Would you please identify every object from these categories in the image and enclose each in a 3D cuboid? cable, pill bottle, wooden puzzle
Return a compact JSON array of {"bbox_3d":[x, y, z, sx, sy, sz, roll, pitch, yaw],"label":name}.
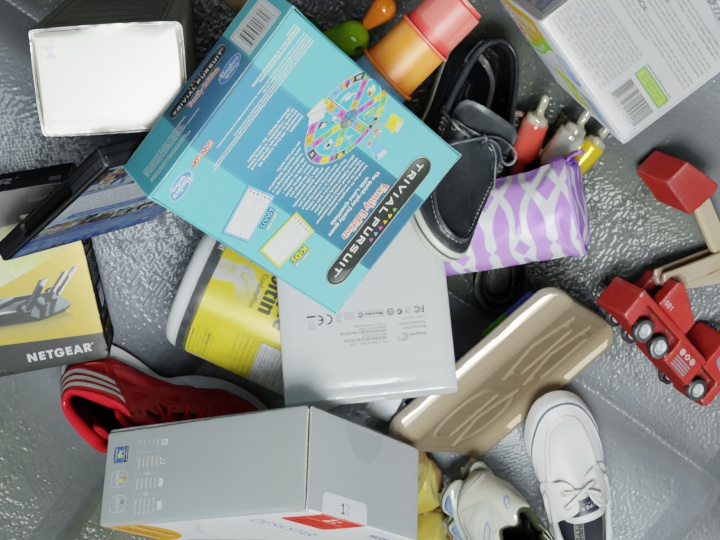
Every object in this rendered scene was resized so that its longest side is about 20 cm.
[{"bbox_3d":[0.132,-0.056,1.072,0.096,0.050,0.202,18,108,-17],"label":"cable"},{"bbox_3d":[-0.051,0.046,1.043,0.198,0.112,0.113,24,108,-2],"label":"pill bottle"},{"bbox_3d":[0.120,0.085,1.087,0.185,0.200,0.046,-43,65,10],"label":"wooden puzzle"}]

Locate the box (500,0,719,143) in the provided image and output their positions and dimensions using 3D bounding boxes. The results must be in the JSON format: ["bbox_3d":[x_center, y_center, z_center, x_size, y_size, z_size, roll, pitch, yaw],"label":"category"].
[{"bbox_3d":[0.180,-0.191,0.944,0.101,0.200,0.113,-37,109,9],"label":"box"}]

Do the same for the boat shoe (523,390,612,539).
[{"bbox_3d":[0.201,0.203,1.164,0.073,0.066,0.202,-21,119,-3],"label":"boat shoe"}]

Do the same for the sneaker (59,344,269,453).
[{"bbox_3d":[-0.166,0.136,1.083,0.197,0.116,0.079,18,110,-11],"label":"sneaker"}]

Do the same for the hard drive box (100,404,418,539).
[{"bbox_3d":[-0.077,0.167,0.989,0.198,0.078,0.155,-12,155,32],"label":"hard drive box"}]

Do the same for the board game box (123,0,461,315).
[{"bbox_3d":[-0.041,-0.076,0.874,0.151,0.047,0.199,-51,136,5],"label":"board game box"}]

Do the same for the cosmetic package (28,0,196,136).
[{"bbox_3d":[-0.172,-0.155,0.920,0.102,0.200,0.074,-4,109,-3],"label":"cosmetic package"}]

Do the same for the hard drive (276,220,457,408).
[{"bbox_3d":[0.000,0.000,0.980,0.130,0.027,0.203,-6,73,2],"label":"hard drive"}]

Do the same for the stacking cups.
[{"bbox_3d":[0.008,-0.128,0.944,0.200,0.061,0.061,-41,110,10],"label":"stacking cups"}]

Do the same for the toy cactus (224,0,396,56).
[{"bbox_3d":[-0.057,-0.200,0.989,0.165,0.102,0.200,43,105,0],"label":"toy cactus"}]

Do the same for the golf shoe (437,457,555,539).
[{"bbox_3d":[0.143,0.265,1.160,0.078,0.097,0.201,-46,128,-21],"label":"golf shoe"}]

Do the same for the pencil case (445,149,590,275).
[{"bbox_3d":[0.090,-0.041,1.037,0.197,0.084,0.087,-8,90,15],"label":"pencil case"}]

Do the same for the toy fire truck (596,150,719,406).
[{"bbox_3d":[0.282,0.010,1.109,0.141,0.049,0.200,-49,119,-3],"label":"toy fire truck"}]

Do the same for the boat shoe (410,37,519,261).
[{"bbox_3d":[0.082,-0.100,0.978,0.074,0.202,0.062,33,145,-27],"label":"boat shoe"}]

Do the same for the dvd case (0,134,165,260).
[{"bbox_3d":[-0.171,-0.061,0.937,0.142,0.199,0.018,-19,84,-39],"label":"dvd case"}]

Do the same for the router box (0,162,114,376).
[{"bbox_3d":[-0.318,0.009,1.051,0.197,0.052,0.159,-11,112,-2],"label":"router box"}]

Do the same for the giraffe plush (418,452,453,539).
[{"bbox_3d":[-0.026,0.245,1.133,0.160,0.200,0.174,1,122,26],"label":"giraffe plush"}]
